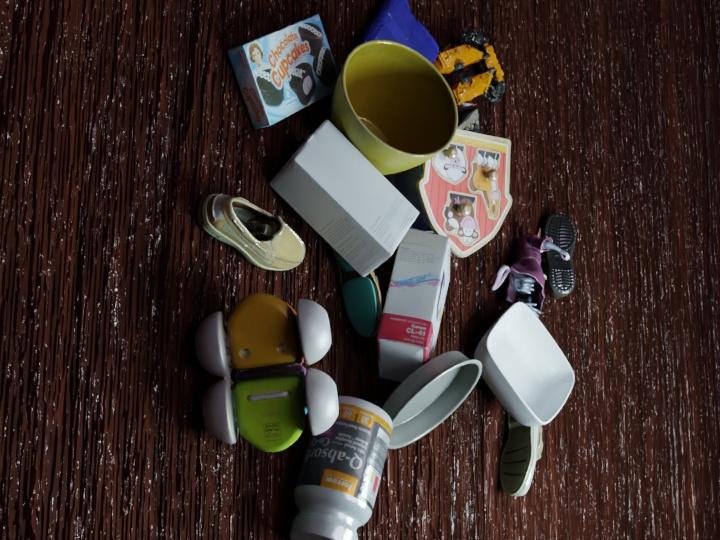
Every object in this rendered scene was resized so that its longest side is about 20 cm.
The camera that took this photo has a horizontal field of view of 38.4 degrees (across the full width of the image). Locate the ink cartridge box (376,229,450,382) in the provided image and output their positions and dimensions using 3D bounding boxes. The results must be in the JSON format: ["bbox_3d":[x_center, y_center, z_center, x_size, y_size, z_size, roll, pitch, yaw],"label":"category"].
[{"bbox_3d":[0.086,0.059,1.640,0.148,0.084,0.203,82,21,-60],"label":"ink cartridge box"}]

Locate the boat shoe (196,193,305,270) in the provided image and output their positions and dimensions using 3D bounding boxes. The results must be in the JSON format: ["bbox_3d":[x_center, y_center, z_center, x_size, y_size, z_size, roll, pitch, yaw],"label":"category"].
[{"bbox_3d":[-0.132,-0.050,1.411,0.199,0.075,0.073,24,65,-50],"label":"boat shoe"}]

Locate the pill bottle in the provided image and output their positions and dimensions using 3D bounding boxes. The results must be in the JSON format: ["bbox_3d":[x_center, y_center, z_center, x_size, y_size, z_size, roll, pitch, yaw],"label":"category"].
[{"bbox_3d":[-0.029,0.291,1.460,0.116,0.115,0.203,45,50,-40],"label":"pill bottle"}]

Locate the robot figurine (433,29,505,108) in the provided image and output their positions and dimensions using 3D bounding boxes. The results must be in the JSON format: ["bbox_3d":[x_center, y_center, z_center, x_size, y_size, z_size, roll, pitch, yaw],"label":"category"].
[{"bbox_3d":[0.202,-0.372,1.937,0.199,0.058,0.147,-29,97,-52],"label":"robot figurine"}]

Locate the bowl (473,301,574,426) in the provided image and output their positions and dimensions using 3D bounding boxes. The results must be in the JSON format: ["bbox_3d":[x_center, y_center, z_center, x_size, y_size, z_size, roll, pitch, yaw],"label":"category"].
[{"bbox_3d":[0.298,0.182,1.930,0.201,0.074,0.199,53,40,-2],"label":"bowl"}]

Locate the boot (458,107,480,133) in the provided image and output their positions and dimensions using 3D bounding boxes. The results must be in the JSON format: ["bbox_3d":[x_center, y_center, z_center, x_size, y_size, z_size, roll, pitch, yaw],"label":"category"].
[{"bbox_3d":[0.181,-0.197,1.880,0.200,0.072,0.153,-45,120,-54],"label":"boot"}]

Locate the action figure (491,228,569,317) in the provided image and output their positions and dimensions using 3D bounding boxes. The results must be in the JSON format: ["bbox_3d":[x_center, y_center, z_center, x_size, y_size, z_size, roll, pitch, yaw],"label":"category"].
[{"bbox_3d":[0.325,-0.008,2.050,0.146,0.135,0.202,17,47,-6],"label":"action figure"}]

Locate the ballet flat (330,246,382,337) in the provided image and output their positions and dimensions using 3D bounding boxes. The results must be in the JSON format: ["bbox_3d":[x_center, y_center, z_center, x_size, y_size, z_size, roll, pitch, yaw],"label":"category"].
[{"bbox_3d":[0.000,0.000,1.594,0.063,0.068,0.204,-34,112,-56],"label":"ballet flat"}]

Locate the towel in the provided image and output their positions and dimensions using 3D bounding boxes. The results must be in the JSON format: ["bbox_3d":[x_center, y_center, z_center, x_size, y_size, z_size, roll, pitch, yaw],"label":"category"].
[{"bbox_3d":[0.055,-0.364,1.757,0.148,0.049,0.202,50,47,-28],"label":"towel"}]

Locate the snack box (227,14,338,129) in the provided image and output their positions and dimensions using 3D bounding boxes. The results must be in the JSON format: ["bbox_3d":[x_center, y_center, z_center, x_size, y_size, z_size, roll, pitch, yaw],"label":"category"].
[{"bbox_3d":[-0.107,-0.295,1.521,0.200,0.037,0.118,-39,115,-50],"label":"snack box"}]

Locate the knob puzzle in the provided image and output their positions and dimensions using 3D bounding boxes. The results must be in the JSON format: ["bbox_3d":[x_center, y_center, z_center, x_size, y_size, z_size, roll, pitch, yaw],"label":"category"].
[{"bbox_3d":[0.175,-0.123,1.664,0.216,0.030,0.225,0,90,-34],"label":"knob puzzle"}]

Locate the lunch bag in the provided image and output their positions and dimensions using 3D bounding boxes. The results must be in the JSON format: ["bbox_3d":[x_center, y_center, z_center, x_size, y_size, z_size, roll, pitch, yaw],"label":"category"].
[{"bbox_3d":[0.138,-0.134,1.737,0.197,0.131,0.139,-3,91,-34],"label":"lunch bag"}]

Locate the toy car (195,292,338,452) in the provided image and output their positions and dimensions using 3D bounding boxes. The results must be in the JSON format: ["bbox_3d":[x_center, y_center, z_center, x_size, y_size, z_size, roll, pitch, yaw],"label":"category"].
[{"bbox_3d":[-0.119,0.131,1.355,0.150,0.171,0.204,93,-10,-88],"label":"toy car"}]

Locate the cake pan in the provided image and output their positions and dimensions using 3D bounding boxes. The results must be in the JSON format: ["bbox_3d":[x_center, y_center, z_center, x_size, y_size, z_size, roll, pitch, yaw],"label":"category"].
[{"bbox_3d":[0.105,0.200,1.627,0.037,0.201,0.199,49,27,25],"label":"cake pan"}]

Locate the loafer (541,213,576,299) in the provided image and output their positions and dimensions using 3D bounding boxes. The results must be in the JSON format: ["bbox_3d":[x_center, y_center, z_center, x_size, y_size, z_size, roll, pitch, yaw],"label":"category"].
[{"bbox_3d":[0.408,-0.028,2.178,0.071,0.072,0.203,109,-9,-59],"label":"loafer"}]

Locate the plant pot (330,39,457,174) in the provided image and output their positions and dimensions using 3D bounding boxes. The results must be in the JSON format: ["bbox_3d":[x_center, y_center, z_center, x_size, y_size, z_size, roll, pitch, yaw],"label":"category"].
[{"bbox_3d":[0.030,-0.228,1.588,0.197,0.142,0.204,14,59,-24],"label":"plant pot"}]

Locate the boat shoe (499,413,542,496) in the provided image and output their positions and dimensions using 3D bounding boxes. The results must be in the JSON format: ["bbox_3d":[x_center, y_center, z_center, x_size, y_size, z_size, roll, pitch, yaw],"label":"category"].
[{"bbox_3d":[0.314,0.335,1.962,0.068,0.074,0.203,36,55,-38],"label":"boat shoe"}]

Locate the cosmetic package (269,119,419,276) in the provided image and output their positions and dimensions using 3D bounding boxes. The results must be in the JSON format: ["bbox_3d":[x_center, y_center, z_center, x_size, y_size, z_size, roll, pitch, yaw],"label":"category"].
[{"bbox_3d":[-0.022,-0.105,1.511,0.200,0.081,0.113,44,47,-7],"label":"cosmetic package"}]
